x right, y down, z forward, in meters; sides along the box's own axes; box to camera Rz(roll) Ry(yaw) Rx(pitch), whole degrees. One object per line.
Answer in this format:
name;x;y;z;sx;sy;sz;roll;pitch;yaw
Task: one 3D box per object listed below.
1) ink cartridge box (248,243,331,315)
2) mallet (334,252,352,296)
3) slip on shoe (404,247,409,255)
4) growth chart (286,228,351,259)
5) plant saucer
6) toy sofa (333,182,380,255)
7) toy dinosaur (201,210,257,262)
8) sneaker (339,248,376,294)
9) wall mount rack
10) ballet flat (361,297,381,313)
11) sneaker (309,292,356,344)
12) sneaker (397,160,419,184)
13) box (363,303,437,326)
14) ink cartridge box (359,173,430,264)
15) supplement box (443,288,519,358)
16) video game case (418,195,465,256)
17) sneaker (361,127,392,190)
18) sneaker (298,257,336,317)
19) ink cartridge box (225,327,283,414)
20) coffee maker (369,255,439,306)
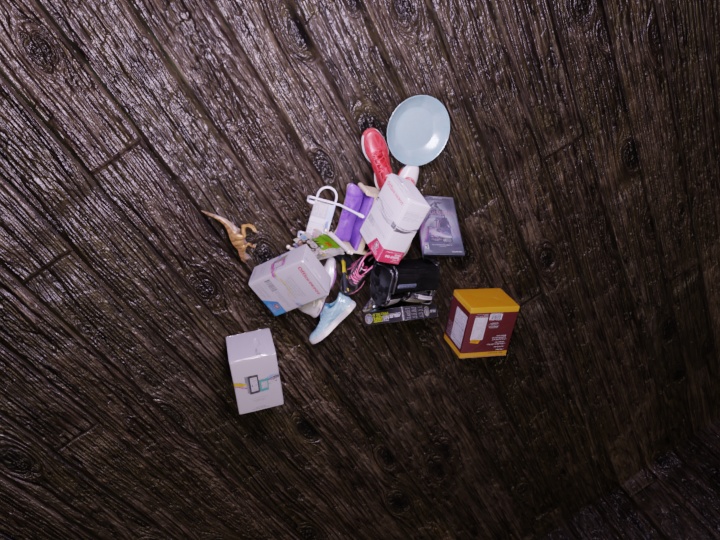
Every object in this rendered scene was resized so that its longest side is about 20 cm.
ink cartridge box;-0.205;0.030;1.622;0.198;0.085;0.145;-21;124;23
mallet;-0.054;-0.001;1.642;0.041;0.201;0.066;-29;118;16
slip on shoe;0.104;-0.058;1.745;0.060;0.076;0.202;26;110;-11
growth chart;-0.126;-0.067;1.605;0.198;0.018;0.144;-16;141;42
plant saucer;0.164;-0.409;1.600;0.198;0.039;0.204;-8;118;-16
toy sofa;-0.008;-0.154;1.643;0.096;0.083;0.203;9;113;-24
toy dinosaur;-0.352;-0.105;1.559;0.105;0.061;0.202;-29;122;-2
sneaker;0.000;0.000;1.702;0.079;0.095;0.200;41;105;1
wall mount rack;-0.089;-0.136;1.616;0.171;0.075;0.203;14;112;-11
ballet flat;0.090;0.083;1.819;0.198;0.072;0.073;-18;121;-10
sneaker;-0.108;0.149;1.781;0.082;0.074;0.200;44;97;-8
sneaker;0.135;-0.221;1.645;0.067;0.108;0.203;20;108;-27
box;0.130;0.142;1.763;0.199;0.159;0.045;0;82;-51
ink cartridge box;0.094;-0.143;1.532;0.082;0.146;0.201;10;125;-32
supplement box;0.425;0.185;1.943;0.194;0.133;0.203;-1;116;-20
video game case;0.240;-0.138;1.693;0.141;0.203;0.019;1;158;-20
sneaker;0.068;-0.304;1.573;0.078;0.116;0.202;-27;122;-4
sneaker;-0.138;0.046;1.705;0.098;0.075;0.202;22;100;-10
ink cartridge box;-0.334;0.314;1.730;0.144;0.147;0.203;-10;118;-13
coffee maker;0.134;0.010;1.678;0.198;0.134;0.196;0;88;-41
